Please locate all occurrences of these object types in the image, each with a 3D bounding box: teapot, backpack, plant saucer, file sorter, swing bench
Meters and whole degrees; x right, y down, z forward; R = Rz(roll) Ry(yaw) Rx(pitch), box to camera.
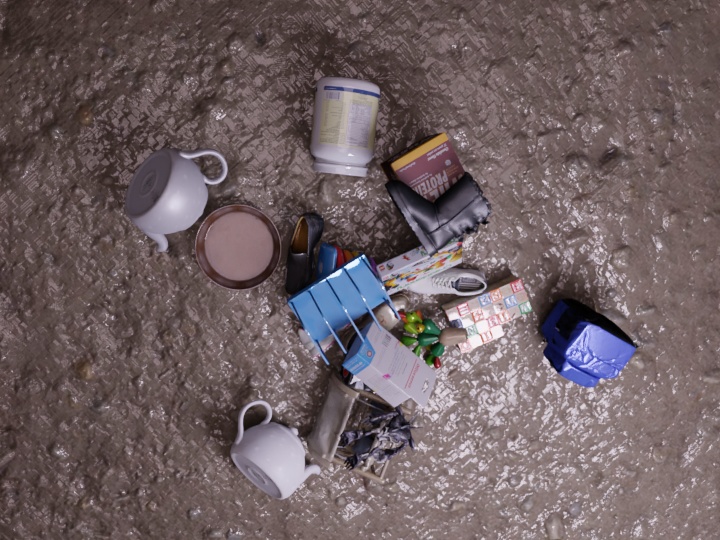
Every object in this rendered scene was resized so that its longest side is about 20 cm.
[{"bbox_3d":[-0.404,-0.162,1.408,0.146,0.199,0.199,29,61,-45],"label":"teapot"},{"bbox_3d":[-0.205,0.431,1.533,0.197,0.201,0.146,29,56,20],"label":"teapot"},{"bbox_3d":[0.516,0.164,1.526,0.162,0.200,0.168,33,105,-13],"label":"backpack"},{"bbox_3d":[-0.284,-0.055,1.500,0.199,0.034,0.202,-1,100,-5],"label":"plant saucer"},{"bbox_3d":[-0.033,0.089,1.402,0.199,0.123,0.139,-31,123,-3],"label":"file sorter"},{"bbox_3d":[-0.009,0.374,1.548,0.199,0.130,0.200,18,99,-9],"label":"swing bench"}]

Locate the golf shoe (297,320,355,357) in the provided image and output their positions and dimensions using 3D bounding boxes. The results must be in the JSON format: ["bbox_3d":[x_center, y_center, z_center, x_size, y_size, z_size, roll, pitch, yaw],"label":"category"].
[{"bbox_3d":[-0.064,0.114,1.530,0.200,0.075,0.092,-44,86,-4],"label":"golf shoe"}]

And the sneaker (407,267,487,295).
[{"bbox_3d":[0.207,0.023,1.537,0.198,0.071,0.074,-3,100,-3],"label":"sneaker"}]

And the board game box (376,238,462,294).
[{"bbox_3d":[0.137,-0.015,1.466,0.199,0.126,0.035,-24,68,-1],"label":"board game box"}]

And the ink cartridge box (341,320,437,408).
[{"bbox_3d":[0.069,0.224,1.454,0.200,0.115,0.068,40,134,-8],"label":"ink cartridge box"}]

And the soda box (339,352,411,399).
[{"bbox_3d":[0.054,0.255,1.540,0.199,0.071,0.064,15,99,-23],"label":"soda box"}]

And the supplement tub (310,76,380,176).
[{"bbox_3d":[-0.036,-0.315,1.421,0.144,0.145,0.202,5,99,-6],"label":"supplement tub"}]

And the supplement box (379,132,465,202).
[{"bbox_3d":[0.156,-0.186,1.432,0.132,0.200,0.198,-30,101,0],"label":"supplement box"}]

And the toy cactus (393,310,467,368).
[{"bbox_3d":[0.169,0.164,1.516,0.164,0.103,0.201,-8,124,21],"label":"toy cactus"}]

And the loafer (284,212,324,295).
[{"bbox_3d":[-0.144,-0.038,1.486,0.072,0.072,0.202,14,95,21],"label":"loafer"}]

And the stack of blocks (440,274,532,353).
[{"bbox_3d":[0.311,0.105,1.567,0.199,0.059,0.116,-24,101,-1],"label":"stack of blocks"}]

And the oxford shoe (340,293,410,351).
[{"bbox_3d":[0.042,0.132,1.539,0.200,0.074,0.071,-41,100,2],"label":"oxford shoe"}]

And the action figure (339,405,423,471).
[{"bbox_3d":[0.044,0.371,1.437,0.199,0.102,0.120,-10,76,-37],"label":"action figure"}]

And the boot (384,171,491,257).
[{"bbox_3d":[0.163,-0.139,1.302,0.162,0.073,0.199,-35,108,5],"label":"boot"}]

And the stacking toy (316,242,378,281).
[{"bbox_3d":[0.000,0.000,1.512,0.198,0.116,0.111,4,98,-20],"label":"stacking toy"}]
